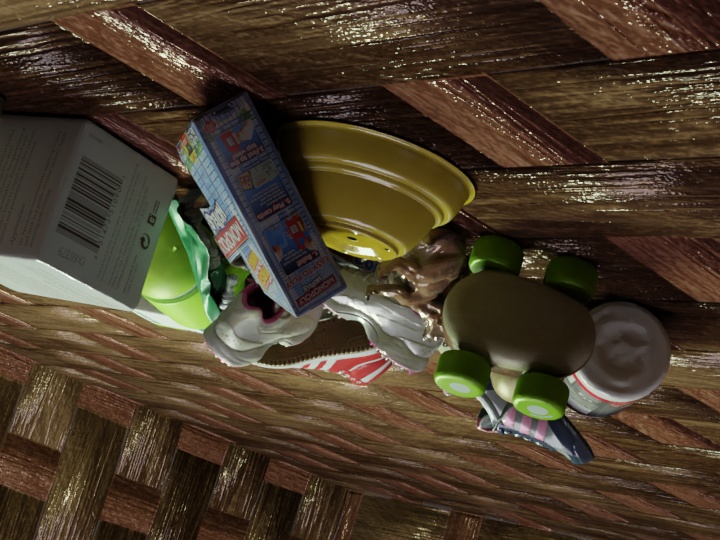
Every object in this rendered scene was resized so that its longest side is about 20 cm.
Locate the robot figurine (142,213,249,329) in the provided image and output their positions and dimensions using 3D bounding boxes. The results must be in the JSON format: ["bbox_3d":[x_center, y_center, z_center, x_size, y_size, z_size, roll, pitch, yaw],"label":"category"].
[{"bbox_3d":[-0.218,0.001,1.836,0.175,0.116,0.200,13,163,25],"label":"robot figurine"}]

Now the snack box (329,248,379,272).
[{"bbox_3d":[0.000,0.000,1.769,0.072,0.024,0.200,2,160,46],"label":"snack box"}]

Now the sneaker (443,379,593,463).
[{"bbox_3d":[0.181,0.168,1.710,0.200,0.082,0.070,43,-177,-7],"label":"sneaker"}]

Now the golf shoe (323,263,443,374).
[{"bbox_3d":[0.015,0.027,1.681,0.200,0.092,0.075,39,-163,-3],"label":"golf shoe"}]

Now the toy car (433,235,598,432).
[{"bbox_3d":[0.158,0.088,1.558,0.158,0.165,0.200,16,155,6],"label":"toy car"}]

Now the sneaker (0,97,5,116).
[{"bbox_3d":[-0.462,-0.175,1.503,0.067,0.090,0.200,3,161,43],"label":"sneaker"}]

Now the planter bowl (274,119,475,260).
[{"bbox_3d":[0.002,-0.063,1.398,0.200,0.084,0.200,17,167,4],"label":"planter bowl"}]

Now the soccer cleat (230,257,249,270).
[{"bbox_3d":[-0.122,-0.027,1.674,0.069,0.078,0.200,49,162,4],"label":"soccer cleat"}]

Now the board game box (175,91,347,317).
[{"bbox_3d":[-0.100,-0.047,1.399,0.200,0.062,0.200,59,162,1],"label":"board game box"}]

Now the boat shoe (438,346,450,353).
[{"bbox_3d":[0.156,0.084,1.830,0.075,0.066,0.199,50,165,0],"label":"boat shoe"}]

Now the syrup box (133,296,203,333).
[{"bbox_3d":[-0.224,0.045,2.096,0.200,0.082,0.079,10,166,32],"label":"syrup box"}]

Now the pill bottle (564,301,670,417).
[{"bbox_3d":[0.276,0.108,1.677,0.111,0.111,0.200,17,167,1],"label":"pill bottle"}]

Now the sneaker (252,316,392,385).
[{"bbox_3d":[-0.050,0.101,1.844,0.200,0.071,0.112,-4,157,16],"label":"sneaker"}]

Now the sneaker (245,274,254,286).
[{"bbox_3d":[-0.136,0.048,1.949,0.200,0.070,0.082,43,-167,33],"label":"sneaker"}]

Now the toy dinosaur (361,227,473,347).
[{"bbox_3d":[0.078,-0.003,1.564,0.135,0.086,0.200,9,151,-9],"label":"toy dinosaur"}]

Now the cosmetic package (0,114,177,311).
[{"bbox_3d":[-0.345,-0.066,1.635,0.200,0.165,0.165,8,164,36],"label":"cosmetic package"}]

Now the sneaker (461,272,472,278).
[{"bbox_3d":[0.114,0.057,1.737,0.087,0.075,0.200,7,165,-33],"label":"sneaker"}]

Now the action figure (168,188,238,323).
[{"bbox_3d":[-0.172,0.003,1.712,0.055,0.118,0.200,-19,128,-8],"label":"action figure"}]

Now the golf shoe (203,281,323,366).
[{"bbox_3d":[-0.093,0.042,1.687,0.075,0.092,0.200,41,-145,12],"label":"golf shoe"}]

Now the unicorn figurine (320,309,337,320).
[{"bbox_3d":[-0.050,0.040,1.869,0.137,0.074,0.200,1,151,7],"label":"unicorn figurine"}]
